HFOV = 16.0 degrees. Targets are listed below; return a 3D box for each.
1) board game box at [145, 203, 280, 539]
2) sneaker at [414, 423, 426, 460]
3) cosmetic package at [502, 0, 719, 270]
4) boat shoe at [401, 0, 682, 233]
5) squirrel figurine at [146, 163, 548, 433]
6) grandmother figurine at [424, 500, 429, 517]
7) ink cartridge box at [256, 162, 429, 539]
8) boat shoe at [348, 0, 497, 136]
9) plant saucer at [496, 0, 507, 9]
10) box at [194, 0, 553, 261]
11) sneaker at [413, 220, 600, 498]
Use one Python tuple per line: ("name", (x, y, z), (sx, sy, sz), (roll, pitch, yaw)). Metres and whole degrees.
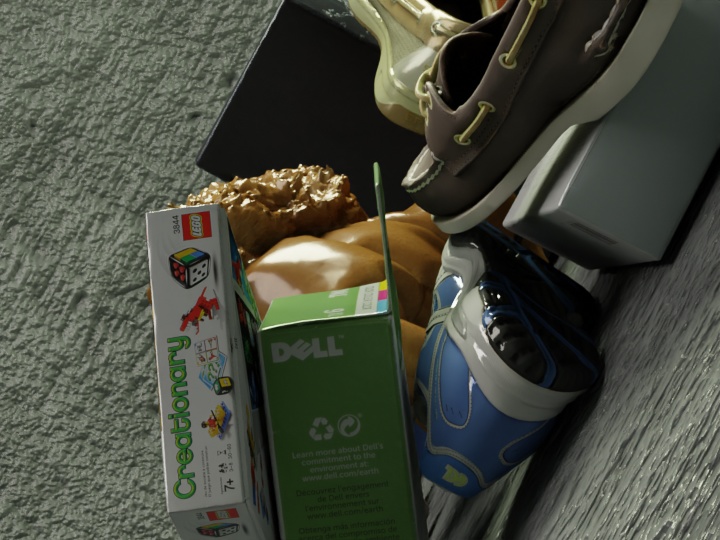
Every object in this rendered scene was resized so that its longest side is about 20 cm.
("board game box", (-0.055, 0.071, 1.077), (0.200, 0.034, 0.127), (78, -174, -66))
("sneaker", (-0.018, 0.132, 1.496), (0.200, 0.078, 0.070), (-62, 2, -12))
("cosmetic package", (0.125, -0.078, 1.089), (0.151, 0.052, 0.200), (-64, 2, -2))
("boat shoe", (0.059, -0.076, 1.031), (0.072, 0.059, 0.200), (-65, 11, -27))
("squirrel figurine", (0.000, 0.000, 1.266), (0.187, 0.200, 0.142), (-47, -18, -42))
("grandmother figurine", (-0.010, 0.158, 1.320), (0.121, 0.061, 0.200), (-49, 10, 25))
("ink cartridge box", (-0.008, 0.061, 1.084), (0.104, 0.059, 0.201), (-76, -20, -83))
("boat shoe", (0.037, -0.134, 1.263), (0.201, 0.073, 0.063), (-91, 20, -60))
("plant saucer", (0.095, -0.150, 1.247), (0.200, 0.037, 0.201), (-166, 90, -86))
("box", (0.034, -0.090, 1.455), (0.118, 0.196, 0.200), (-60, 3, 25))
("sneaker", (0.053, 0.032, 1.093), (0.077, 0.076, 0.200), (-57, 2, 15))
